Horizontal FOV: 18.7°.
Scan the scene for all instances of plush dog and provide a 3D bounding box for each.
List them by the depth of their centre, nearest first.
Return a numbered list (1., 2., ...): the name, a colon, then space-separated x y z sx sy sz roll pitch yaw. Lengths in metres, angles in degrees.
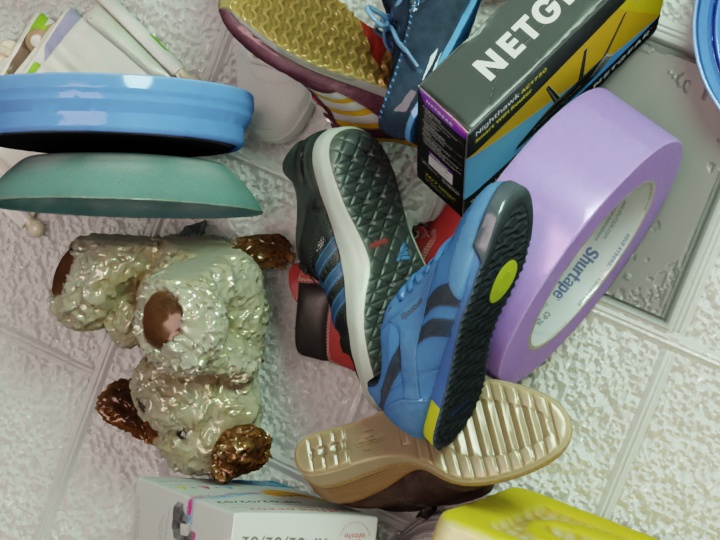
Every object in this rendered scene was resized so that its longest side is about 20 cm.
1. plush dog: -0.120 0.066 1.597 0.200 0.160 0.172 20 114 50

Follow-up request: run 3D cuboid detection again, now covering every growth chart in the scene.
1. growth chart: -0.233 -0.127 1.682 0.200 0.018 0.145 -43 77 15

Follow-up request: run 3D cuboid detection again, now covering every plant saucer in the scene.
1. plant saucer: -0.168 -0.061 1.564 0.200 0.200 0.036 1 87 20

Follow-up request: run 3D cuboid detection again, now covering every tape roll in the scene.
1. tape roll: 0.129 -0.022 1.456 0.066 0.200 0.200 36 102 16

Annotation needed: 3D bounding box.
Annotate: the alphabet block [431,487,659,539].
1. alphabet block: 0.134 0.276 1.462 0.195 0.196 0.200 18 97 17

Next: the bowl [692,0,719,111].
1. bowl: 0.325 -0.165 1.470 0.200 0.039 0.201 0 91 20

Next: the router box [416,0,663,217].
1. router box: 0.121 -0.141 1.448 0.051 0.149 0.200 42 77 15

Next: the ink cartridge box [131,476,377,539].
1. ink cartridge box: -0.067 0.192 1.522 0.200 0.115 0.068 9 94 60

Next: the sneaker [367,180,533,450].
1. sneaker: 0.048 0.020 1.360 0.078 0.066 0.200 34 130 22

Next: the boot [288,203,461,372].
1. boot: 0.025 -0.015 1.565 0.144 0.072 0.200 24 102 19

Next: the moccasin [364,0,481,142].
1. moccasin: 0.043 -0.178 1.475 0.068 0.080 0.200 20 66 4

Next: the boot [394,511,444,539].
1. boot: 0.007 0.261 1.558 0.074 0.096 0.200 36 102 16

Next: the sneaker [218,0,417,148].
1. sneaker: -0.017 -0.134 1.529 0.200 0.075 0.090 25 142 -14

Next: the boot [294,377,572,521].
1. boot: 0.066 0.126 1.502 0.200 0.166 0.072 -9 74 20

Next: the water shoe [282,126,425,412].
1. water shoe: 0.000 0.000 1.519 0.079 0.071 0.200 -8 93 56

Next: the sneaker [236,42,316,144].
1. sneaker: -0.064 -0.190 1.570 0.074 0.116 0.200 14 97 17

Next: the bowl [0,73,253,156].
1. bowl: -0.176 -0.107 1.541 0.200 0.201 0.039 1 88 20
